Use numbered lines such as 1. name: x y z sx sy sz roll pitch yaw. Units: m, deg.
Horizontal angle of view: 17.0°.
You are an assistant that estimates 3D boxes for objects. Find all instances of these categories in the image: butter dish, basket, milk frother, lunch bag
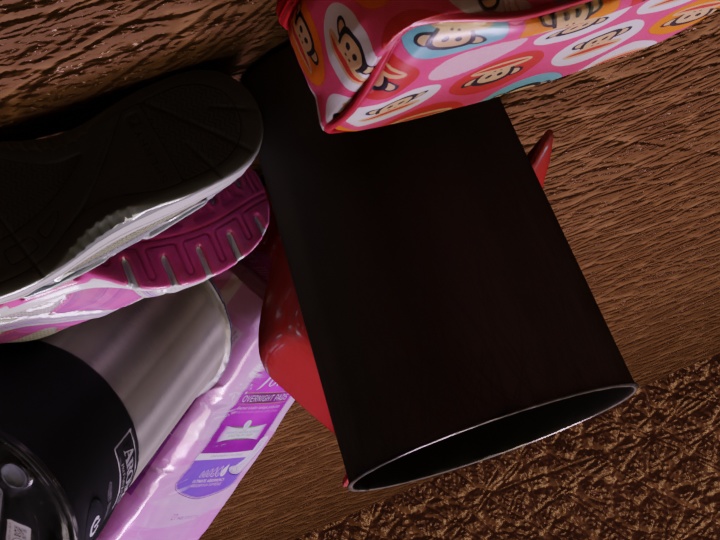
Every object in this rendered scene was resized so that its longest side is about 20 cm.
1. butter dish: 0.000 0.000 1.349 0.200 0.148 0.199 -61 179 -16
2. basket: 0.029 -0.013 1.135 0.136 0.200 0.180 -25 168 23
3. milk frother: -0.203 0.067 1.256 0.181 0.200 0.188 -56 179 38
4. lunch bag: 0.071 -0.120 0.999 0.200 0.082 0.176 -18 170 -20

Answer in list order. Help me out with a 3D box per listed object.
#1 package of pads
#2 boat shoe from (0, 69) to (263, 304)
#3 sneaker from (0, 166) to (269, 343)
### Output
1. package of pads: -0.100 0.081 1.498 0.200 0.076 0.120 -55 159 14
2. boat shoe: -0.139 -0.028 1.092 0.202 0.074 0.065 -26 167 -11
3. sneaker: -0.144 -0.013 1.165 0.200 0.081 0.088 -12 172 -12
